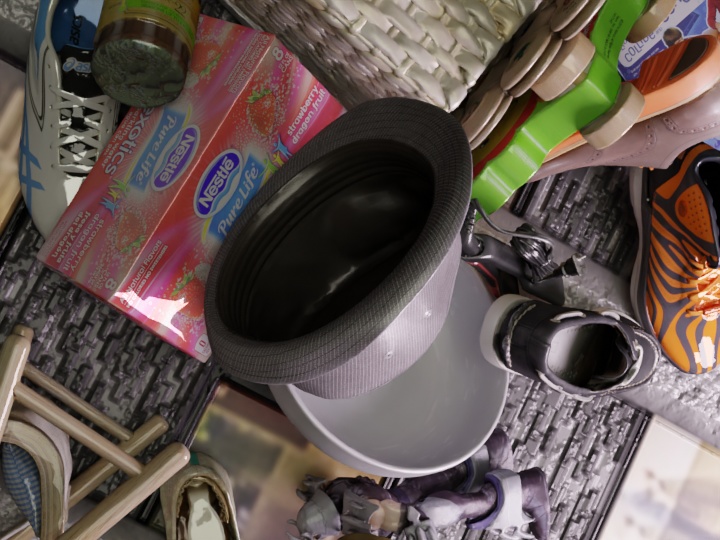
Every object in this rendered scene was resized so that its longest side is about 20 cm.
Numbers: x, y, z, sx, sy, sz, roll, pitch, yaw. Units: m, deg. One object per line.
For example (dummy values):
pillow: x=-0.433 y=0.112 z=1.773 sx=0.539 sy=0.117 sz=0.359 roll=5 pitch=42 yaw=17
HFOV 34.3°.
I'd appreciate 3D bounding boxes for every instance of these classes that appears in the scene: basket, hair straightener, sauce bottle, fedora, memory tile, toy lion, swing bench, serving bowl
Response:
basket: x=0.024 y=-0.225 z=0.809 sx=0.200 sy=0.161 sz=0.199 roll=41 pitch=81 yaw=-9
hair straightener: x=0.117 y=-0.013 z=0.810 sx=0.076 sy=0.200 sz=0.041 roll=-10 pitch=69 yaw=19
sauce bottle: x=-0.134 y=-0.203 z=0.778 sx=0.064 sy=0.065 sz=0.202 roll=11 pitch=57 yaw=-14
fedora: x=0.000 y=0.000 z=0.714 sx=0.201 sy=0.176 sz=0.090 roll=-53 pitch=132 yaw=-15
memory tile: x=0.103 y=-0.143 z=0.795 sx=0.017 sy=0.154 sz=0.200 roll=36 pitch=121 yaw=-9
toy lion: x=0.121 y=-0.119 z=0.833 sx=0.069 sy=0.191 sz=0.201 roll=40 pitch=48 yaw=-15
swing bench: x=-0.217 y=0.152 z=0.718 sx=0.129 sy=0.199 sz=0.201 roll=35 pitch=80 yaw=-11
serving bowl: x=0.008 y=0.055 z=0.826 sx=0.198 sy=0.066 sz=0.202 roll=16 pitch=57 yaw=-26

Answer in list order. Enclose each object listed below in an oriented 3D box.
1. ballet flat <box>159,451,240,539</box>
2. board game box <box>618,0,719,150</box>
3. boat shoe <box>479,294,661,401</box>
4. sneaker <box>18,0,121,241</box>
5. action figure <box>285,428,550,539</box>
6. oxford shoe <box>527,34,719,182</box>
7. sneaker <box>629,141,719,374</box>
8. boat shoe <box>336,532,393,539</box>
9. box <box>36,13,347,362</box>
ballet flat: x=-0.106 y=0.229 z=0.816 sx=0.067 sy=0.062 sz=0.203 roll=-13 pitch=93 yaw=-14
board game box: x=0.290 y=-0.187 z=0.941 sx=0.200 sy=0.034 sz=0.136 roll=-40 pitch=99 yaw=-13
boat shoe: x=0.170 y=0.060 z=0.854 sx=0.199 sy=0.060 sz=0.075 roll=19 pitch=90 yaw=-44
sneaker: x=-0.195 y=-0.111 z=0.794 sx=0.071 sy=0.072 sz=0.203 roll=2 pitch=90 yaw=-15
action figure: x=0.038 y=0.168 z=0.826 sx=0.198 sy=0.130 sz=0.070 roll=-5 pitch=106 yaw=-28
oxford shoe: x=0.186 y=-0.094 z=0.840 sx=0.073 sy=0.199 sz=0.072 roll=46 pitch=52 yaw=-20
sneaker: x=0.259 y=0.000 z=0.875 sx=0.077 sy=0.112 sz=0.202 roll=-22 pitch=111 yaw=-12
boat shoe: x=-0.024 y=0.251 z=0.780 sx=0.072 sy=0.201 sz=0.065 roll=18 pitch=42 yaw=-4
box: x=-0.109 y=-0.058 z=0.784 sx=0.103 sy=0.094 sz=0.201 roll=41 pitch=77 yaw=-47
